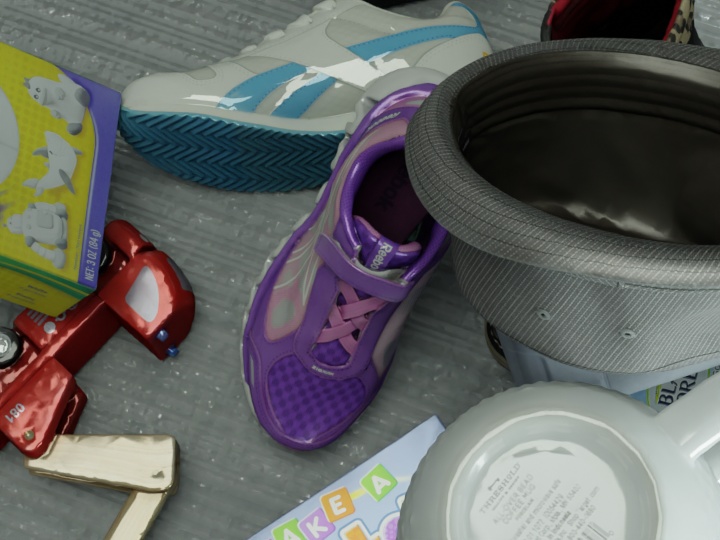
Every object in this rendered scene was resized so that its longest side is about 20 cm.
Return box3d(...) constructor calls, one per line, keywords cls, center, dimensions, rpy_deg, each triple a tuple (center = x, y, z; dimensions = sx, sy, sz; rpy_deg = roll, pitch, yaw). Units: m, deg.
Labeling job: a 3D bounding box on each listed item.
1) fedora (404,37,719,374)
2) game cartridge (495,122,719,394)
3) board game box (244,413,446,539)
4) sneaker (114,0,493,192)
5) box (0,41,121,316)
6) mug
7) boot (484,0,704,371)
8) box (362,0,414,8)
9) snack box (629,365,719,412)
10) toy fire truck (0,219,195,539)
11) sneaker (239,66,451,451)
box3d(cls="fedora", center=(0.115, -0.018, 0.856), dimensions=(0.199, 0.091, 0.177), rpy_deg=(5, 36, 5))
box3d(cls="game cartridge", center=(0.150, -0.020, 0.958), dimensions=(0.199, 0.041, 0.134), rpy_deg=(-19, 113, 4))
box3d(cls="board game box", center=(0.030, 0.193, 1.013), dimensions=(0.151, 0.037, 0.200), rpy_deg=(-33, 72, -5))
box3d(cls="sneaker", center=(-0.028, -0.093, 1.095), dimensions=(0.199, 0.077, 0.081), rpy_deg=(-3, 65, -3))
box3d(cls="box", center=(-0.214, -0.066, 1.005), dimensions=(0.199, 0.048, 0.118), rpy_deg=(20, 59, -30))
box3d(cls="mug", center=(0.106, 0.104, 0.894), dimensions=(0.200, 0.175, 0.148), rpy_deg=(-38, 72, -3))
box3d(cls="boot", center=(0.112, -0.057, 1.020), dimensions=(0.073, 0.151, 0.200), rpy_deg=(28, 76, 21))
box3d(cls="box", center=(0.063, -0.226, 1.104), dimensions=(0.199, 0.106, 0.123), rpy_deg=(-13, 72, 1))
box3d(cls="snack box", center=(0.209, 0.077, 1.015), dimensions=(0.168, 0.068, 0.201), rpy_deg=(15, 74, 12))
box3d(cls="toy fire truck", center=(-0.140, 0.088, 1.057), dimensions=(0.141, 0.049, 0.200), rpy_deg=(41, 80, 15))
box3d(cls="sneaker", center=(0.000, 0.000, 1.022), dimensions=(0.080, 0.088, 0.201), rpy_deg=(23, 102, -10))
